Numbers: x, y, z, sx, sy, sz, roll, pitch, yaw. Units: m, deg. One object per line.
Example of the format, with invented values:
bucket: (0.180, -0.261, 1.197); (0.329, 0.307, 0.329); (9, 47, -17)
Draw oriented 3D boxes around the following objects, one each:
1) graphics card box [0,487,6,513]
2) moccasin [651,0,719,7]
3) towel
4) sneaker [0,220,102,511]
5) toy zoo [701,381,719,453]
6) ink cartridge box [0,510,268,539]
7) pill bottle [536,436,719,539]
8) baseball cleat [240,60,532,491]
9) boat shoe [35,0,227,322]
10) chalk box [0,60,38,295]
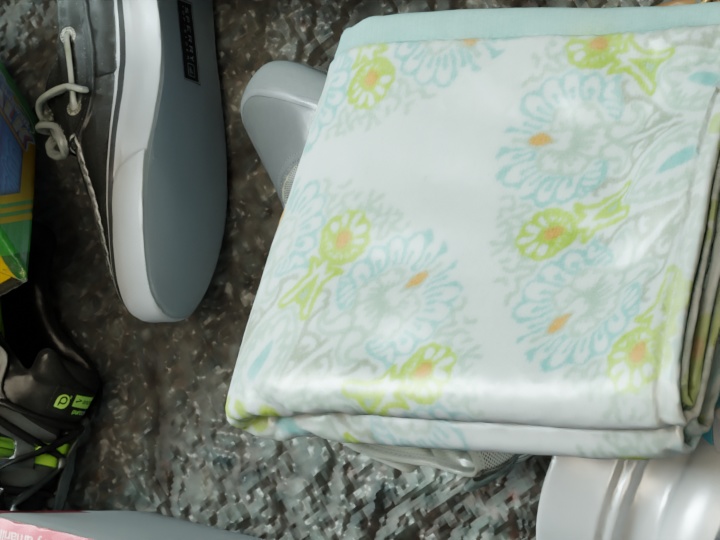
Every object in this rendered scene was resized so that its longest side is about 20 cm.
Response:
graphics card box: (-0.186, 0.187, 0.995); (0.051, 0.125, 0.201); (21, 134, 24)
moccasin: (0.148, -0.107, 0.967); (0.201, 0.074, 0.078); (-27, 84, 28)
towel: (0.054, -0.017, 0.911); (0.199, 0.048, 0.172); (0, 59, 34)
sneaker: (-0.151, 0.071, 1.071); (0.082, 0.071, 0.201); (-14, 77, 27)
toy zoo: (0.173, 0.026, 0.885); (0.131, 0.021, 0.200); (-24, 43, -18)
ink cartridge box: (-0.073, 0.206, 0.986); (0.144, 0.145, 0.201); (10, 89, 23)
pill bottle: (0.171, 0.105, 0.908); (0.199, 0.119, 0.120); (23, 94, 23)
baseball cleat: (0.000, 0.000, 0.997); (0.200, 0.106, 0.070); (46, 146, 20)
boat shoe: (-0.104, -0.073, 1.063); (0.068, 0.074, 0.201); (-9, 79, 24)
chalk box: (-0.218, -0.061, 1.053); (0.124, 0.200, 0.124); (-27, 118, 8)
